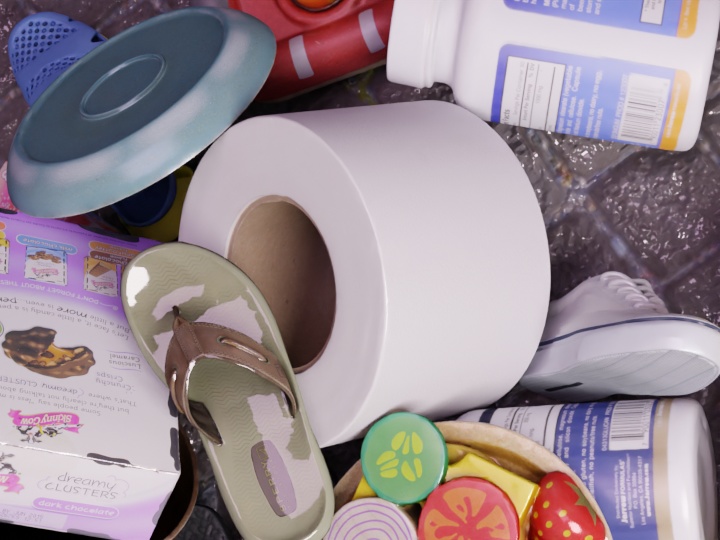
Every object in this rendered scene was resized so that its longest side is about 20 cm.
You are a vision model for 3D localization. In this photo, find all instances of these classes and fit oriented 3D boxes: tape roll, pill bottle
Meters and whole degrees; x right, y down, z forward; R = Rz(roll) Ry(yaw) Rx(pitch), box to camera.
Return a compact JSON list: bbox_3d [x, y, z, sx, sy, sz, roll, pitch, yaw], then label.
[{"bbox_3d":[0.000,0.000,1.174,0.202,0.139,0.204,13,107,48],"label":"tape roll"},{"bbox_3d":[0.121,-0.145,1.203,0.199,0.112,0.113,10,81,6],"label":"pill bottle"},{"bbox_3d":[0.113,0.138,1.165,0.199,0.111,0.112,-5,76,18],"label":"pill bottle"}]

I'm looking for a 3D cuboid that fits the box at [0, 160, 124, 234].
[{"bbox_3d":[-0.245,0.040,1.318,0.102,0.095,0.201,35,90,23],"label":"box"}]

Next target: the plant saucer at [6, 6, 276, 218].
[{"bbox_3d":[-0.147,-0.110,1.215,0.199,0.027,0.201,-24,31,15],"label":"plant saucer"}]

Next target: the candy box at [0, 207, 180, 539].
[{"bbox_3d":[-0.200,0.058,1.157,0.201,0.167,0.072,-97,26,-47],"label":"candy box"}]

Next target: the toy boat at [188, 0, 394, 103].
[{"bbox_3d":[-0.032,-0.203,1.281,0.199,0.131,0.131,-20,73,14],"label":"toy boat"}]

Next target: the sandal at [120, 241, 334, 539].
[{"bbox_3d":[-0.073,0.068,1.099,0.080,0.057,0.202,-30,75,0],"label":"sandal"}]

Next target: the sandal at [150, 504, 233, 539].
[{"bbox_3d":[-0.103,0.254,1.253,0.075,0.048,0.202,-6,89,20],"label":"sandal"}]

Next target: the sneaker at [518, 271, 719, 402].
[{"bbox_3d":[0.153,0.034,1.144,0.073,0.200,0.071,21,76,-21],"label":"sneaker"}]

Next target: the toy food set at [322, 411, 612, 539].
[{"bbox_3d":[0.051,0.186,1.096,0.197,0.049,0.201,24,93,21],"label":"toy food set"}]

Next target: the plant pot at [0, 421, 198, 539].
[{"bbox_3d":[-0.222,0.182,1.226,0.187,0.186,0.201,43,130,22],"label":"plant pot"}]

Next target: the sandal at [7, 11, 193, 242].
[{"bbox_3d":[-0.189,-0.111,1.339,0.079,0.087,0.200,-43,67,8],"label":"sandal"}]
